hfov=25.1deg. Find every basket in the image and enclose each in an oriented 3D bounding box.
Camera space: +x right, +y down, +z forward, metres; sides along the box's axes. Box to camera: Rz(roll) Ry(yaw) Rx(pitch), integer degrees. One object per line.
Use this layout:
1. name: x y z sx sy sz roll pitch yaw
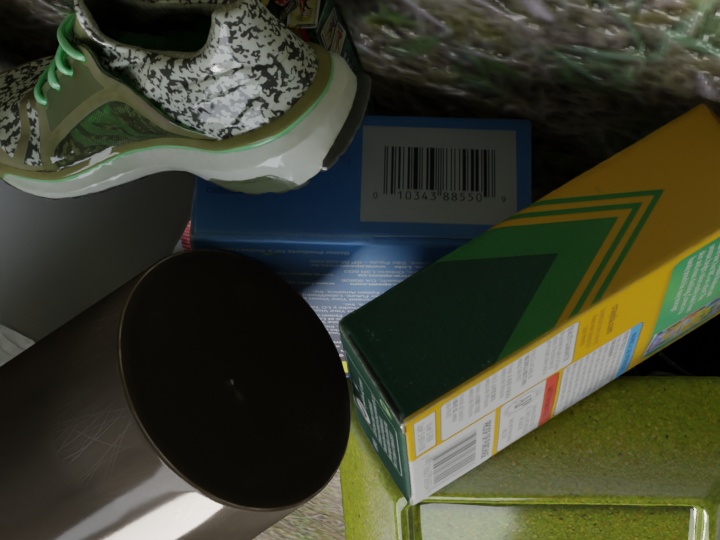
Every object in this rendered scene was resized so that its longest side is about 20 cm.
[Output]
1. basket: -0.108 0.084 0.701 0.180 0.136 0.200 -18 167 -46

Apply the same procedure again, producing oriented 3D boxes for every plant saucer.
1. plant saucer: 0.089 0.141 0.753 0.199 0.048 0.200 0 124 6

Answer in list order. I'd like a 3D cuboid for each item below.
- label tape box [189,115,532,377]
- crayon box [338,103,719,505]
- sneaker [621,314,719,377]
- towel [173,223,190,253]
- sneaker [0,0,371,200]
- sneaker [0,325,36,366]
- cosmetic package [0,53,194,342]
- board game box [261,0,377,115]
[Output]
1. label tape box: 0.000 0.000 0.756 0.143 0.066 0.200 1 158 0
2. crayon box: 0.090 0.010 0.658 0.052 0.200 0.126 57 171 20
3. sneaker: 0.108 0.064 0.778 0.199 0.071 0.099 -19 147 -1
4. towel: -0.077 -0.005 0.949 0.199 0.023 0.144 15 158 8
5. sneaker: -0.094 -0.084 0.642 0.199 0.077 0.089 0 139 33
6. sneaker: -0.150 0.051 0.923 0.200 0.080 0.078 10 -141 -55
7. cosmetic package: -0.187 -0.048 0.775 0.200 0.113 0.081 31 -176 -26
8. board game box: -0.042 -0.072 0.734 0.104 0.024 0.200 11 159 17
